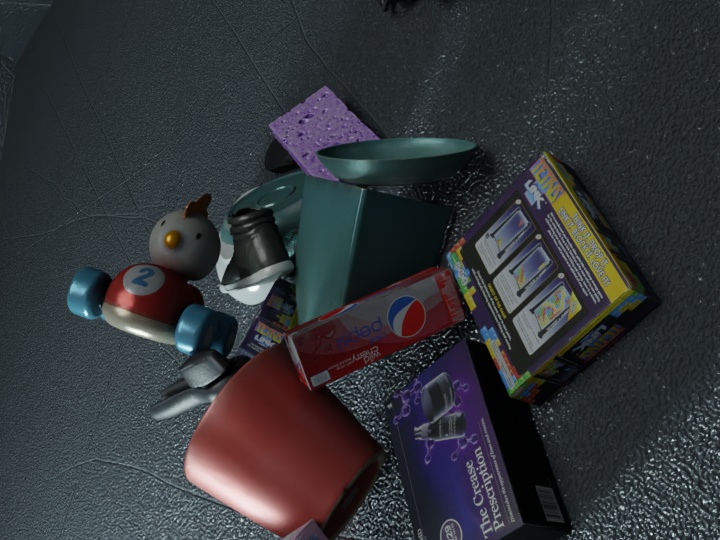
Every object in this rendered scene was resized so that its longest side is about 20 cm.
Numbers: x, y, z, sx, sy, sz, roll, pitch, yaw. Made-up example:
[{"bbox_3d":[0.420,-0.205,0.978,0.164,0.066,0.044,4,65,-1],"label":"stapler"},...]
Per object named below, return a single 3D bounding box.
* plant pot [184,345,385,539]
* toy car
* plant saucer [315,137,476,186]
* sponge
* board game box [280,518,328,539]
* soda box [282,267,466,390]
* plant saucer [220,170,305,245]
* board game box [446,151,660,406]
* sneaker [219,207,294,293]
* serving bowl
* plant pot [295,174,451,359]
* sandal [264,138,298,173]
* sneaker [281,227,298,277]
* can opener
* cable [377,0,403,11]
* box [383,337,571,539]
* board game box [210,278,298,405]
[{"bbox_3d":[-0.078,0.219,0.973,0.176,0.200,0.203,33,103,18],"label":"plant pot"},{"bbox_3d":[-0.241,-0.010,1.064,0.181,0.177,0.204,17,84,10],"label":"toy car"},{"bbox_3d":[0.044,-0.132,1.007,0.199,0.197,0.037,19,118,54],"label":"plant saucer"},{"bbox_3d":[-0.047,-0.189,1.206,0.111,0.030,0.200,-34,47,-6],"label":"sponge"},{"bbox_3d":[-0.060,0.402,0.912,0.199,0.043,0.201,-41,86,34],"label":"board game box"},{"bbox_3d":[0.016,0.062,0.927,0.070,0.197,0.065,-178,66,-77],"label":"soda box"},{"bbox_3d":[-0.122,-0.100,1.221,0.197,0.028,0.201,-20,23,9],"label":"plant saucer"},{"bbox_3d":[0.187,0.006,0.849,0.165,0.056,0.202,-46,42,27],"label":"board game box"},{"bbox_3d":[-0.151,-0.029,1.115,0.199,0.070,0.101,-21,84,62],"label":"sneaker"},{"bbox_3d":[-0.184,-0.050,1.356,0.199,0.065,0.204,-28,53,44],"label":"serving bowl"},{"bbox_3d":[0.000,0.000,1.032,0.140,0.139,0.204,20,99,54],"label":"plant pot"},{"bbox_3d":[-0.103,-0.204,1.335,0.198,0.042,0.078,-19,59,47],"label":"sandal"},{"bbox_3d":[-0.095,-0.037,1.228,0.197,0.077,0.093,-10,97,33],"label":"sneaker"},{"bbox_3d":[-0.200,0.143,1.025,0.199,0.079,0.063,-29,11,46],"label":"can opener"},{"bbox_3d":[0.070,-0.495,1.230,0.162,0.050,0.204,-33,50,40],"label":"cable"},{"bbox_3d":[0.111,0.196,0.848,0.141,0.078,0.203,-46,43,34],"label":"box"},{"bbox_3d":[-0.141,0.115,1.141,0.167,0.056,0.200,-63,4,13],"label":"board game box"}]
